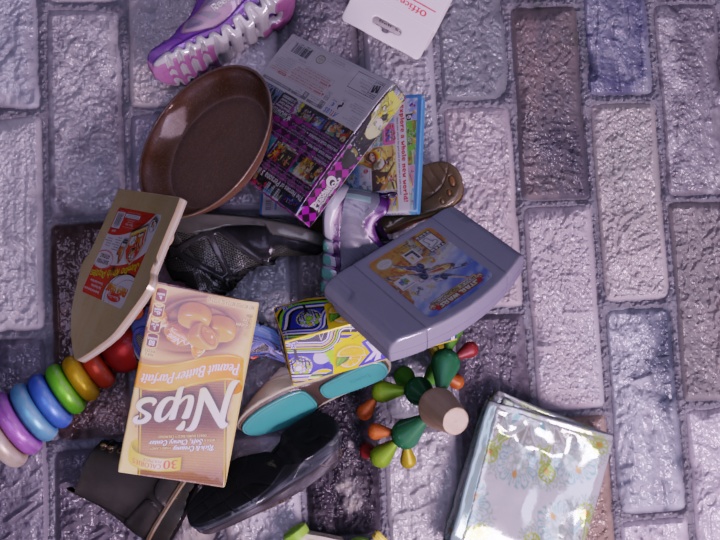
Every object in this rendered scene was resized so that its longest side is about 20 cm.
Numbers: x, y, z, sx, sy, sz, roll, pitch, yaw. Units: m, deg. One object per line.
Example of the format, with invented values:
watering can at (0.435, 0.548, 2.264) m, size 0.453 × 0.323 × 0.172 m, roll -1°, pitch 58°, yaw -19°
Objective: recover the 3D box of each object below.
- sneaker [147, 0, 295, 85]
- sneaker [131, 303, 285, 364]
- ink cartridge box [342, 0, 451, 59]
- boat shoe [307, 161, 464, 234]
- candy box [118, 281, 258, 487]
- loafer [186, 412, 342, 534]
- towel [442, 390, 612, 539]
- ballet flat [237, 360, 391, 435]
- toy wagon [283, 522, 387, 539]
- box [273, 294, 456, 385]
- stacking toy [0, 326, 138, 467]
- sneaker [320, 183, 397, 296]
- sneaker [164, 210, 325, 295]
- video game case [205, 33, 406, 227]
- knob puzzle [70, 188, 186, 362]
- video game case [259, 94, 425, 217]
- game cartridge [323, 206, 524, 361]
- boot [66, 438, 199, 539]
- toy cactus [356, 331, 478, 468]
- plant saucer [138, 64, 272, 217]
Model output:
sneaker at (-0.180, -0.306, 0.994) m, size 0.199 × 0.081 × 0.089 m, roll -36°, pitch 83°, yaw -12°
sneaker at (-0.173, 0.090, 0.953) m, size 0.198 × 0.075 × 0.079 m, roll 10°, pitch 86°, yaw -11°
ink cartridge box at (0.063, -0.365, 1.023) m, size 0.116 × 0.067 × 0.202 m, roll 27°, pitch 82°, yaw -4°
boat shoe at (0.032, -0.075, 0.995) m, size 0.198 × 0.068 × 0.073 m, roll -15°, pitch 77°, yaw 11°
candy box at (-0.185, 0.123, 0.882) m, size 0.114 × 0.055 × 0.202 m, roll 11°, pitch 84°, yaw -10°
loafer at (-0.103, 0.248, 0.940) m, size 0.199 × 0.073 × 0.073 m, roll -28°, pitch 131°, yaw -15°
towel at (0.207, 0.268, 0.996) m, size 0.169 × 0.048 × 0.202 m, roll 19°, pitch 84°, yaw -3°
ballet flat at (-0.058, 0.133, 0.972) m, size 0.198 × 0.069 × 0.070 m, roll -23°, pitch 88°, yaw 1°
toy wagon at (-0.048, 0.379, 0.965) m, size 0.199 × 0.040 × 0.156 m, roll -33°, pitch 89°, yaw -8°
box at (0.007, 0.060, 0.917) m, size 0.198 × 0.064 × 0.071 m, roll -15°, pitch 128°, yaw -11°
stacking toy at (-0.335, 0.136, 0.938) m, size 0.199 × 0.085 × 0.086 m, roll -34°, pitch 89°, yaw -12°
sneaker at (0.000, 0.000, 0.945) m, size 0.086 × 0.075 × 0.202 m, roll 5°, pitch 119°, yaw 7°
sneaker at (-0.140, -0.009, 0.968) m, size 0.197 × 0.076 × 0.116 m, roll 3°, pitch 88°, yaw 1°
video game case at (-0.069, -0.169, 0.941) m, size 0.199 × 0.036 × 0.182 m, roll 35°, pitch 87°, yaw 40°
knob puzzle at (-0.267, 0.010, 0.912) m, size 0.030 × 0.219 × 0.222 m, roll 28°, pitch 82°, yaw -38°
video game case at (-0.023, -0.136, 0.977) m, size 0.198 × 0.018 × 0.145 m, roll 0°, pitch 78°, yaw 17°
game cartridge at (0.076, 0.011, 0.884) m, size 0.199 × 0.042 × 0.133 m, roll -32°, pitch 47°, yaw -25°
boot at (-0.240, 0.205, 0.944) m, size 0.137 × 0.077 × 0.201 m, roll 27°, pitch 82°, yaw 2°
toy cactus at (0.080, 0.155, 0.940) m, size 0.102 × 0.165 × 0.200 m, roll 42°, pitch 85°, yaw -20°
plant saucer at (-0.175, -0.146, 0.953) m, size 0.199 × 0.037 × 0.202 m, roll -15°, pitch 59°, yaw 26°
